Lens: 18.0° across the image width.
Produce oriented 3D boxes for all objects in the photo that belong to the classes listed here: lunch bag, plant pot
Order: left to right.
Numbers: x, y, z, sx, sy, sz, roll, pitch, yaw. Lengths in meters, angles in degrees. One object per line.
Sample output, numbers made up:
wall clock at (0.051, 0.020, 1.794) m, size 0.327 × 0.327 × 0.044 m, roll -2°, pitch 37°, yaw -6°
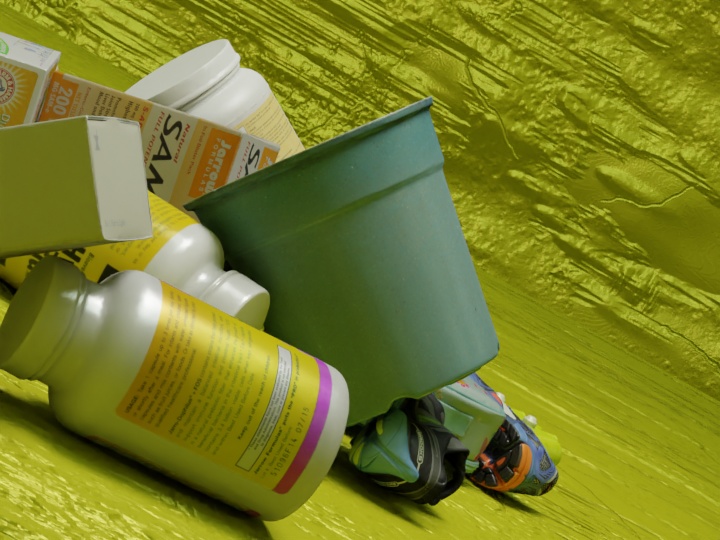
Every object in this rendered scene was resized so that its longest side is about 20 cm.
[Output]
plant pot at (0.000, 0.000, 1.670) m, size 0.200 × 0.200 × 0.196 m, roll -52°, pitch 118°, yaw -84°
lunch bag at (0.014, 0.090, 1.878) m, size 0.200 × 0.077 × 0.160 m, roll 27°, pitch 8°, yaw -29°

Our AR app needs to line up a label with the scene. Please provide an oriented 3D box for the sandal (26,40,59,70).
sandal at (-0.419, -0.228, 2.516) m, size 0.070 × 0.078 × 0.212 m, roll -3°, pitch 21°, yaw -40°

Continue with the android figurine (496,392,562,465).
android figurine at (0.113, 0.137, 2.141) m, size 0.200 × 0.041 × 0.182 m, roll 21°, pitch 11°, yaw -48°

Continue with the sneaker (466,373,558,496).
sneaker at (0.105, 0.140, 1.980) m, size 0.078 × 0.075 × 0.200 m, roll 33°, pitch 12°, yaw -37°

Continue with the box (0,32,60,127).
box at (-0.326, -0.146, 1.947) m, size 0.101 × 0.113 × 0.200 m, roll 18°, pitch 9°, yaw -7°

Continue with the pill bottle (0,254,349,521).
pill bottle at (-0.113, 0.066, 1.350) m, size 0.200 × 0.104 × 0.104 m, roll 28°, pitch 7°, yaw -22°

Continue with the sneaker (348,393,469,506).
sneaker at (0.039, 0.138, 1.711) m, size 0.083 × 0.071 × 0.200 m, roll 43°, pitch 8°, yaw -1°

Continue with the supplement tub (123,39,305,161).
supplement tub at (-0.123, -0.093, 2.058) m, size 0.200 × 0.145 × 0.145 m, roll 60°, pitch -2°, yaw -16°

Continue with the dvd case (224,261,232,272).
dvd case at (-0.057, -0.007, 1.873) m, size 0.018 × 0.142 × 0.200 m, roll 67°, pitch 14°, yaw 12°

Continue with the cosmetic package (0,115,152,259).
cosmetic package at (-0.231, -0.040, 1.312) m, size 0.199 × 0.073 × 0.104 m, roll -7°, pitch 0°, yaw 13°

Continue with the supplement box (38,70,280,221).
supplement box at (-0.183, -0.079, 1.914) m, size 0.200 × 0.126 × 0.073 m, roll 18°, pitch 0°, yaw 26°

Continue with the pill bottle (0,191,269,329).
pill bottle at (-0.167, -0.002, 1.610) m, size 0.200 × 0.111 × 0.111 m, roll 31°, pitch 6°, yaw 15°
